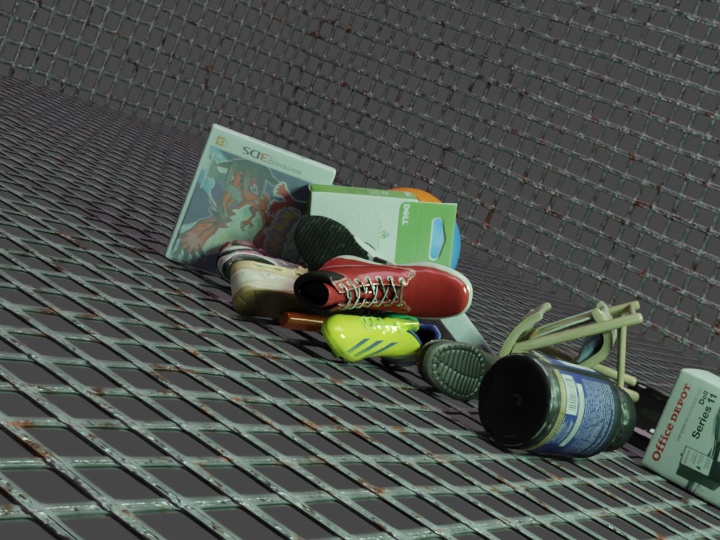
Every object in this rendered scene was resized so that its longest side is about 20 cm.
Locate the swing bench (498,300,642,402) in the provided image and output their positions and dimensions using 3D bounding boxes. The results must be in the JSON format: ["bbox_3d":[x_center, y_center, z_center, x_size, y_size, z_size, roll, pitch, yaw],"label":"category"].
[{"bbox_3d":[0.301,0.111,1.770,0.200,0.130,0.199,2,3,11],"label":"swing bench"}]

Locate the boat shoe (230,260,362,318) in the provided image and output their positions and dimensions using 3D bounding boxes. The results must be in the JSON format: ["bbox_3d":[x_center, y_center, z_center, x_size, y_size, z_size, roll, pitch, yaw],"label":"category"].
[{"bbox_3d":[-0.083,0.026,1.585,0.200,0.074,0.069,15,43,-41],"label":"boat shoe"}]

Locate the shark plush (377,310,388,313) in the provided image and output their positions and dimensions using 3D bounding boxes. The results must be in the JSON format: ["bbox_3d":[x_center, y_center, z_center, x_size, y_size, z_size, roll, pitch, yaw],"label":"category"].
[{"bbox_3d":[0.006,0.012,1.730,0.083,0.091,0.200,20,44,-34],"label":"shark plush"}]

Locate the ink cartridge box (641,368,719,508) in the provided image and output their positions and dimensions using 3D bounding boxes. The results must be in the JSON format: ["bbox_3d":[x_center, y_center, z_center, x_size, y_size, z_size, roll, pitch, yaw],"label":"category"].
[{"bbox_3d":[0.484,0.231,1.581,0.200,0.147,0.083,27,10,41],"label":"ink cartridge box"}]

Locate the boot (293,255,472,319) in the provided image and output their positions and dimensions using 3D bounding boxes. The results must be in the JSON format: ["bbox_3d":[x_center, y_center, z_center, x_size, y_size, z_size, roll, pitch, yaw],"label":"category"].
[{"bbox_3d":[0.027,0.030,1.484,0.200,0.072,0.144,8,12,19],"label":"boot"}]

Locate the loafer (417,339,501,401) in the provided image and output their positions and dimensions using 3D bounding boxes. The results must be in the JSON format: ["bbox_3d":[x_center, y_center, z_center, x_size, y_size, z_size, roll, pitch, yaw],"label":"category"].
[{"bbox_3d":[0.130,0.131,1.594,0.071,0.073,0.200,15,-5,40],"label":"loafer"}]

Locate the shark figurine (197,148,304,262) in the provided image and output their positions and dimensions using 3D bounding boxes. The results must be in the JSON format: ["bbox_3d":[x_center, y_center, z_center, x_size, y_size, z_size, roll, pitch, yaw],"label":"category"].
[{"bbox_3d":[-0.168,-0.076,1.780,0.214,0.090,0.128,38,-37,-9],"label":"shark figurine"}]

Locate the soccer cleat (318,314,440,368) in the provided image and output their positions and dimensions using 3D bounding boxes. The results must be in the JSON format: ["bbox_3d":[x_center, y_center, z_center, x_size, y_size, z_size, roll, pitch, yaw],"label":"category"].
[{"bbox_3d":[0.026,0.077,1.525,0.200,0.084,0.065,15,47,-53],"label":"soccer cleat"}]

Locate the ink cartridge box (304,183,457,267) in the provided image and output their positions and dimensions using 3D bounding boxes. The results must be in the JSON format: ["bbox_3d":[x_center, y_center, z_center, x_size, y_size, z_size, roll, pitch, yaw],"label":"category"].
[{"bbox_3d":[0.025,-0.056,1.675,0.200,0.104,0.059,4,14,-6],"label":"ink cartridge box"}]

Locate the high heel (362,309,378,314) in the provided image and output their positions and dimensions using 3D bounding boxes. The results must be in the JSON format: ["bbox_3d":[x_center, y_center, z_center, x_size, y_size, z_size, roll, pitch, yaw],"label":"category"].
[{"bbox_3d":[0.057,0.053,1.790,0.200,0.096,0.067,26,8,28],"label":"high heel"}]

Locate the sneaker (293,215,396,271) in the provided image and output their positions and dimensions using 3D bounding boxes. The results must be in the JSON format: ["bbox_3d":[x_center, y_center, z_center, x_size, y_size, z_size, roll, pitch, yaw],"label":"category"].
[{"bbox_3d":[0.000,0.000,1.623,0.200,0.074,0.089,34,-2,11],"label":"sneaker"}]

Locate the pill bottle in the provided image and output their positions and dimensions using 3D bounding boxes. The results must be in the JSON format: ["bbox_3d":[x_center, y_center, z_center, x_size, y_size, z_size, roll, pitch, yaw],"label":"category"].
[{"bbox_3d":[0.240,0.165,1.459,0.200,0.112,0.112,16,9,-45],"label":"pill bottle"}]

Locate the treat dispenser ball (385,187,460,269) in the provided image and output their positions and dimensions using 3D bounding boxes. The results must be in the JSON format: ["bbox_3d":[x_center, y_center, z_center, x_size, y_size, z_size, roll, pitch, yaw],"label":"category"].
[{"bbox_3d":[0.076,-0.045,2.164,0.201,0.201,0.201,22,7,-3],"label":"treat dispenser ball"}]

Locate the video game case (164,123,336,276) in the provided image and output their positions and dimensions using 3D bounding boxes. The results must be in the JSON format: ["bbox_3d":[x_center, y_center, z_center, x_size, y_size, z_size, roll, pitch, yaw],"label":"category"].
[{"bbox_3d":[-0.153,-0.079,1.697,0.182,0.200,0.023,20,16,-10],"label":"video game case"}]

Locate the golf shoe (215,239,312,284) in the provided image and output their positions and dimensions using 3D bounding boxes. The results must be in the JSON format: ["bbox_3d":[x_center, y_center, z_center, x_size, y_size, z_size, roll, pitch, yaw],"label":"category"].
[{"bbox_3d":[-0.102,0.021,1.663,0.200,0.073,0.092,17,13,-9],"label":"golf shoe"}]

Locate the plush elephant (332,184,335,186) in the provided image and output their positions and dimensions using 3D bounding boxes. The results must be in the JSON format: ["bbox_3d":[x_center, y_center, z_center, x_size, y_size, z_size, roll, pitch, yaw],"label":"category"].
[{"bbox_3d":[-0.133,-0.067,1.969,0.200,0.165,0.155,-7,46,1],"label":"plush elephant"}]

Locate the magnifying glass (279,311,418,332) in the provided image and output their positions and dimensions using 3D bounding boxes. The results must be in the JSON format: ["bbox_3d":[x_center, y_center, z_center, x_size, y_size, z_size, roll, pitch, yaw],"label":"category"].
[{"bbox_3d":[-0.012,0.073,1.598,0.200,0.080,0.022,7,56,-31],"label":"magnifying glass"}]

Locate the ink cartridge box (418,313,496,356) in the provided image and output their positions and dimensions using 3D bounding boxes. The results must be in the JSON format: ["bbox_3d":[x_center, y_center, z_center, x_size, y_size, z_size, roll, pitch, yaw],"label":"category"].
[{"bbox_3d":[0.105,0.049,1.835,0.200,0.043,0.196,54,-7,-26],"label":"ink cartridge box"}]

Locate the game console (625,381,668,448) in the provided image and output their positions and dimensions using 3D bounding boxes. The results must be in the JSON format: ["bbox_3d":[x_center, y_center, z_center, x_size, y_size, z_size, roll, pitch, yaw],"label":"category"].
[{"bbox_3d":[0.470,0.262,1.825,0.200,0.116,0.176,25,38,29],"label":"game console"}]
